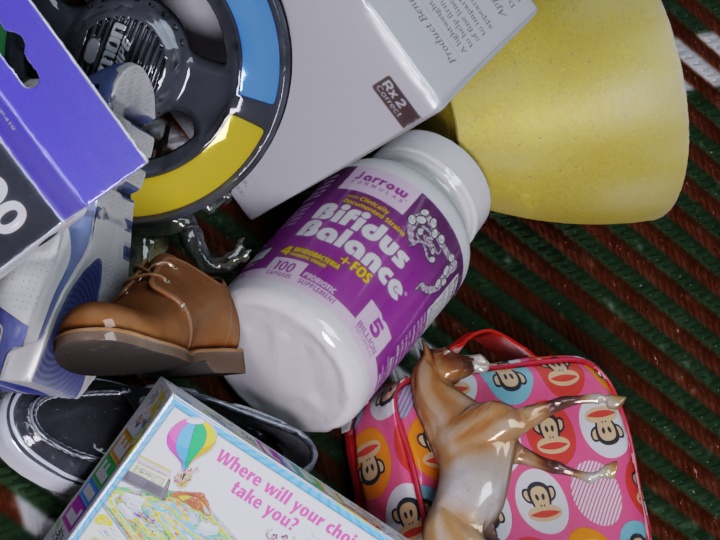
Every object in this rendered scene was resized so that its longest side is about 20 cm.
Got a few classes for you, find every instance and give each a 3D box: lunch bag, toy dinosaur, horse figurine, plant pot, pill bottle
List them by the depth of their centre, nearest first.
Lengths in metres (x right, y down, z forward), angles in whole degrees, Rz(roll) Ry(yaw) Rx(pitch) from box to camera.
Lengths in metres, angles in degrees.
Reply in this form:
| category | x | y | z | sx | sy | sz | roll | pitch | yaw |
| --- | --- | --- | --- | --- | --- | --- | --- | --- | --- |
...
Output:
| category | x | y | z | sx | sy | sz | roll | pitch | yaw |
| --- | --- | --- | --- | --- | --- | --- | --- | --- | --- |
| horse figurine | 0.085 | 0.142 | 1.620 | 0.132 | 0.050 | 0.201 | 7 | 73 | 4 |
| toy dinosaur | -0.117 | -0.032 | 1.655 | 0.088 | 0.047 | 0.201 | 3 | 70 | -22 |
| pill bottle | 0.000 | 0.000 | 1.688 | 0.112 | 0.112 | 0.200 | 49 | 49 | -11 |
| lunch bag | 0.087 | 0.125 | 1.725 | 0.199 | 0.082 | 0.177 | -2 | 73 | -38 |
| plant pot | 0.110 | -0.116 | 1.793 | 0.141 | 0.200 | 0.201 | -13 | 79 | -17 |

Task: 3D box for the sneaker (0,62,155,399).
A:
| category | x | y | z | sx | sy | sz | roll | pitch | yaw |
| --- | --- | --- | --- | --- | --- | --- | --- | --- | --- |
| sneaker | -0.194 | -0.027 | 1.558 | 0.081 | 0.115 | 0.200 | 39 | 61 | -63 |

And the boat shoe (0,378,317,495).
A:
| category | x | y | z | sx | sy | sz | roll | pitch | yaw |
| --- | --- | --- | --- | --- | --- | --- | --- | --- | --- |
| boat shoe | -0.118 | 0.098 | 1.581 | 0.199 | 0.068 | 0.072 | 17 | 61 | -29 |

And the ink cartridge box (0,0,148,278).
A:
| category | x | y | z | sx | sy | sz | roll | pitch | yaw |
| --- | --- | --- | --- | --- | --- | --- | --- | --- | --- |
| ink cartridge box | -0.253 | -0.078 | 1.480 | 0.200 | 0.043 | 0.198 | -37 | 94 | 3 |

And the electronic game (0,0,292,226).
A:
| category | x | y | z | sx | sy | sz | roll | pitch | yaw |
| --- | --- | --- | --- | --- | --- | --- | --- | --- | --- |
| electronic game | -0.139 | -0.125 | 1.596 | 0.200 | 0.200 | 0.042 | 55 | 10 | -6 |

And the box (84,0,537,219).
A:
| category | x | y | z | sx | sy | sz | roll | pitch | yaw |
| --- | --- | --- | --- | --- | --- | --- | --- | --- | --- |
| box | -0.036 | -0.171 | 1.672 | 0.199 | 0.200 | 0.131 | 53 | 46 | -8 |

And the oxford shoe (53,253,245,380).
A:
| category | x | y | z | sx | sy | sz | roll | pitch | yaw |
| --- | --- | --- | --- | --- | --- | --- | --- | --- | --- |
| oxford shoe | -0.123 | 0.025 | 1.527 | 0.200 | 0.071 | 0.072 | 8 | 78 | -74 |

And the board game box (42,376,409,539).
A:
| category | x | y | z | sx | sy | sz | roll | pitch | yaw |
| --- | --- | --- | --- | --- | --- | --- | --- | --- | --- |
| board game box | -0.073 | 0.171 | 1.560 | 0.200 | 0.034 | 0.135 | 36 | 93 | -22 |
